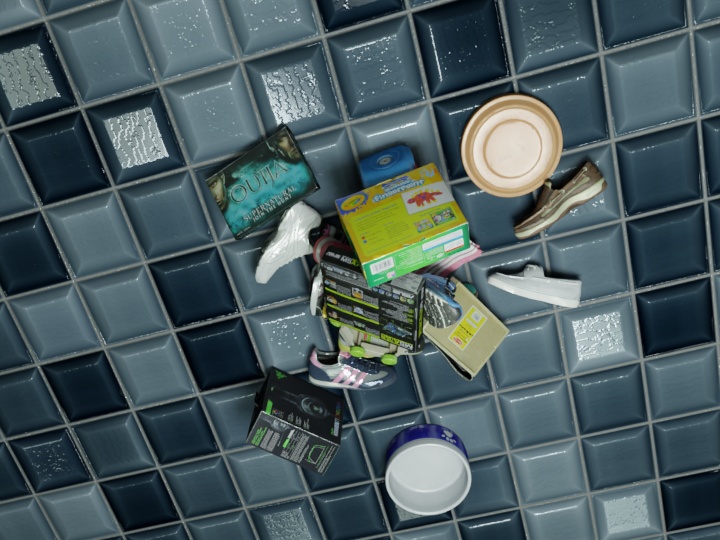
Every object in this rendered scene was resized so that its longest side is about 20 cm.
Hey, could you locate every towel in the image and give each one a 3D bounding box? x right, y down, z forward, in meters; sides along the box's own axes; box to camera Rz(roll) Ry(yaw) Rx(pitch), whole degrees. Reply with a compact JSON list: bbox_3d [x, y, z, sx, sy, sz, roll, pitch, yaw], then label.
[{"bbox_3d":[0.132,-0.028,1.526,0.146,0.030,0.198,-37,144,29],"label":"towel"}]

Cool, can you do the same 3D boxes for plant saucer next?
[{"bbox_3d":[0.292,-0.238,1.494,0.196,0.032,0.204,1,114,2],"label":"plant saucer"}]

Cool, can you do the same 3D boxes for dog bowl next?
[{"bbox_3d":[0.154,0.459,1.786,0.196,0.079,0.204,0,115,1],"label":"dog bowl"}]

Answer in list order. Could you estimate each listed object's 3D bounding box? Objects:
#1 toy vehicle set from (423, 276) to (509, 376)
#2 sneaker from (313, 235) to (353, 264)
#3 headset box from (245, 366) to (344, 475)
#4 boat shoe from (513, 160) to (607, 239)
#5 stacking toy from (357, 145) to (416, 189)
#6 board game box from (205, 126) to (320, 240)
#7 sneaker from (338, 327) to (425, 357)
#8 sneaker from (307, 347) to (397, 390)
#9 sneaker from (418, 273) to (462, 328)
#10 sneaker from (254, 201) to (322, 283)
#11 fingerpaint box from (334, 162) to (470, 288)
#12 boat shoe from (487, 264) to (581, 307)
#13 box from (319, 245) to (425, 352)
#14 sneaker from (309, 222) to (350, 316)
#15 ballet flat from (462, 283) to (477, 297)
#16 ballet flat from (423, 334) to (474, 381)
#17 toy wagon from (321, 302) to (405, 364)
[{"bbox_3d":[0.212,0.118,1.589,0.125,0.026,0.200,-50,125,-2],"label":"toy vehicle set"},{"bbox_3d":[0.000,0.000,1.526,0.198,0.086,0.075,24,91,-31],"label":"sneaker"},{"bbox_3d":[-0.144,0.320,1.679,0.197,0.175,0.094,25,114,-9],"label":"headset box"},{"bbox_3d":[0.379,-0.143,1.520,0.201,0.075,0.075,-34,98,8],"label":"boat shoe"},{"bbox_3d":[0.076,-0.132,1.519,0.108,0.117,0.202,-18,125,4],"label":"stacking toy"},{"bbox_3d":[-0.192,-0.168,1.509,0.198,0.028,0.137,-31,85,14],"label":"board game box"},{"bbox_3d":[0.041,0.150,1.661,0.196,0.079,0.091,9,149,-13],"label":"sneaker"},{"bbox_3d":[-0.017,0.209,1.681,0.196,0.071,0.083,0,119,0],"label":"sneaker"},{"bbox_3d":[0.148,0.042,1.477,0.089,0.200,0.080,-22,114,-12],"label":"sneaker"},{"bbox_3d":[-0.144,-0.045,1.569,0.098,0.078,0.201,28,113,-15],"label":"sneaker"},{"bbox_3d":[0.074,-0.082,1.383,0.197,0.168,0.074,-22,141,-4],"label":"fingerpaint box"},{"bbox_3d":[0.361,0.024,1.594,0.196,0.072,0.070,14,93,3],"label":"boat shoe"},{"bbox_3d":[0.024,0.055,1.460,0.197,0.048,0.195,19,147,17],"label":"box"},{"bbox_3d":[-0.056,0.007,1.589,0.085,0.081,0.203,9,117,-8],"label":"sneaker"},{"bbox_3d":[0.151,0.079,1.598,0.196,0.071,0.066,-8,127,-16],"label":"ballet flat"},{"bbox_3d":[0.188,0.154,1.659,0.066,0.057,0.200,-38,108,16],"label":"ballet flat"},{"bbox_3d":[0.015,0.103,1.596,0.196,0.158,0.040,14,155,-8],"label":"toy wagon"}]
